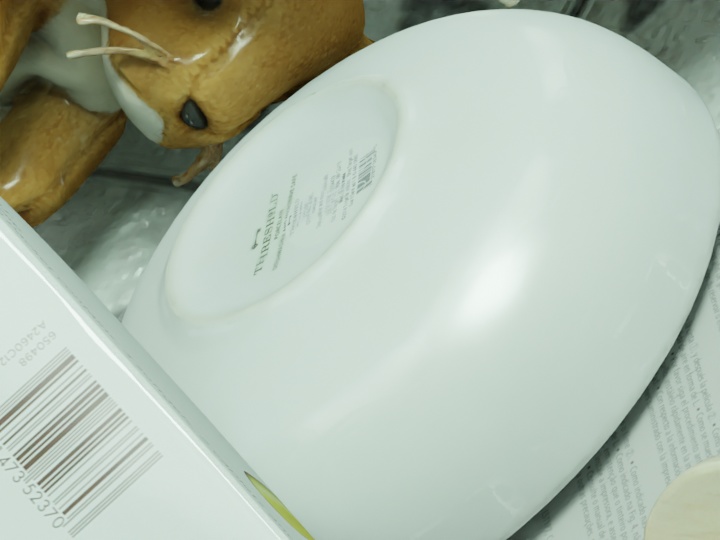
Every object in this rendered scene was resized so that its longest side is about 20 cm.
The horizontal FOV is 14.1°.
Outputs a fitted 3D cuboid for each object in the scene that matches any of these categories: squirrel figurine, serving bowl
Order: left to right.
[{"bbox_3d":[-0.076,-0.104,0.919,0.187,0.142,0.200,-2,39,31],"label":"squirrel figurine"},{"bbox_3d":[0.000,0.000,0.791,0.200,0.066,0.200,-33,31,23],"label":"serving bowl"}]

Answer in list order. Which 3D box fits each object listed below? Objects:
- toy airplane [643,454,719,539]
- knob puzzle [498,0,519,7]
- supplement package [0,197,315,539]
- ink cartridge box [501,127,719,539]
[{"bbox_3d":[0.183,0.061,0.589,0.199,0.141,0.200,-47,63,11],"label":"toy airplane"},{"bbox_3d":[0.106,-0.161,0.895,0.220,0.030,0.220,-46,11,12],"label":"knob puzzle"},{"bbox_3d":[-0.096,0.085,0.679,0.156,0.111,0.200,-42,73,-3],"label":"supplement package"},{"bbox_3d":[0.115,0.022,0.731,0.200,0.050,0.161,-34,34,19],"label":"ink cartridge box"}]
